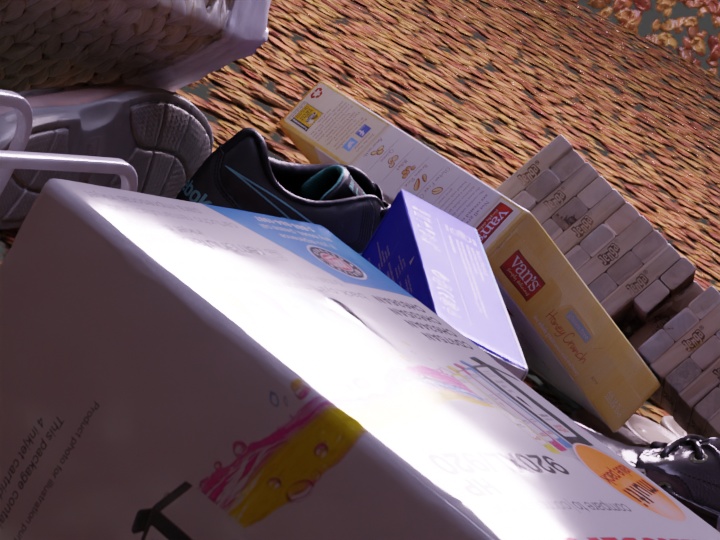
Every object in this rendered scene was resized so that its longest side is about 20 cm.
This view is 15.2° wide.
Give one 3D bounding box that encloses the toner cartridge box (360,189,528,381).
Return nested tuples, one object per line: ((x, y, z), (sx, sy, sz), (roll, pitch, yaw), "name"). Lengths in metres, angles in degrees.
((0.018, 0.039, 1.129), (0.043, 0.095, 0.200), (27, 14, -11), "toner cartridge box")

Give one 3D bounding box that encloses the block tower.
((0.150, 0.024, 1.363), (0.200, 0.054, 0.058), (47, -10, 14), "block tower")

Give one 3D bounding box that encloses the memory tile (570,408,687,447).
((0.202, 0.132, 1.349), (0.200, 0.017, 0.153), (38, 15, 29), "memory tile")

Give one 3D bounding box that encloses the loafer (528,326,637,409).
((0.103, 0.013, 1.475), (0.072, 0.063, 0.200), (21, 16, -36), "loafer")

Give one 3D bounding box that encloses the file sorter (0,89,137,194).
((-0.196, -0.032, 0.871), (0.200, 0.125, 0.139), (34, 13, 20), "file sorter")

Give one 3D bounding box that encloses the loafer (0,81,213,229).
((-0.138, -0.060, 1.234), (0.063, 0.072, 0.200), (27, 14, 22), "loafer")

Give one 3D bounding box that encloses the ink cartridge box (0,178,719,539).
((-0.013, 0.092, 0.750), (0.200, 0.145, 0.147), (38, 14, 28), "ink cartridge box")

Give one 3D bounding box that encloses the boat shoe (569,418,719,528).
((0.155, 0.106, 1.231), (0.201, 0.066, 0.072), (32, 12, 8), "boat shoe")

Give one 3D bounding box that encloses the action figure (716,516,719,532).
((0.247, 0.111, 1.150), (0.134, 0.149, 0.200), (-2, -8, 35), "action figure")

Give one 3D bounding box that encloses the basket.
((-0.148, -0.193, 1.291), (0.161, 0.198, 0.200), (18, -20, -31), "basket")

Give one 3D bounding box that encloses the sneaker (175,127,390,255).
((0.000, 0.000, 1.274), (0.200, 0.079, 0.075), (24, 13, -29), "sneaker")

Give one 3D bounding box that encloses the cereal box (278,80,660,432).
((0.053, -0.010, 1.362), (0.144, 0.040, 0.200), (50, -8, -37), "cereal box")
